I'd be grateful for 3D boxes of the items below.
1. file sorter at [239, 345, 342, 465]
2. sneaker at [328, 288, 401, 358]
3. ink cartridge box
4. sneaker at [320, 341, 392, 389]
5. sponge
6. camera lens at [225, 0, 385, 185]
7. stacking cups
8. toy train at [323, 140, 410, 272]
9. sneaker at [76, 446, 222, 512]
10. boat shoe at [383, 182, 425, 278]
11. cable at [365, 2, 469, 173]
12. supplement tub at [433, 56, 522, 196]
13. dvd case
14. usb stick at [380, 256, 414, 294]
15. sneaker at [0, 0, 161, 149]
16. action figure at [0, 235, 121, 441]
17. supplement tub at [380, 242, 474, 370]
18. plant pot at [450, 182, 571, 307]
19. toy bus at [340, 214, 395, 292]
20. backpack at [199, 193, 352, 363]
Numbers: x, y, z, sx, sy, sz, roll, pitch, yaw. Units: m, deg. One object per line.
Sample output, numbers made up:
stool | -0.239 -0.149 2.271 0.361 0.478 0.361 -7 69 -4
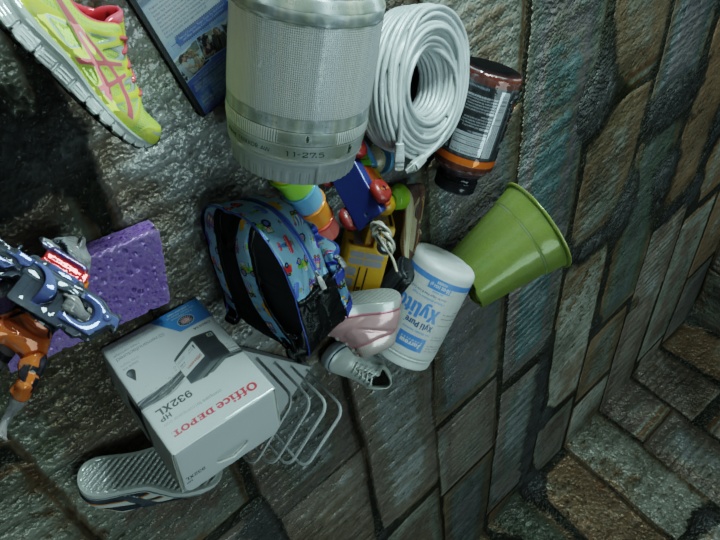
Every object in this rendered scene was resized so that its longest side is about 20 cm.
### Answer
file sorter | -0.145 0.226 1.035 0.140 0.124 0.199 -56 145 5
sneaker | -0.034 0.088 1.003 0.195 0.076 0.107 -2 116 -2
ink cartridge box | -0.215 0.149 0.819 0.144 0.199 0.085 -29 140 -28
sneaker | 0.003 0.180 1.210 0.074 0.071 0.199 -56 145 7
sponge | -0.319 0.028 0.741 0.198 0.030 0.113 -27 138 -32
camera lens | -0.062 -0.215 0.680 0.158 0.159 0.203 -21 136 -36
stacking cups | -0.074 -0.103 0.881 0.061 0.060 0.200 -46 145 -7
toy train | 0.031 -0.093 0.907 0.084 0.203 0.115 -36 168 37
sneaker | -0.302 0.299 0.934 0.196 0.080 0.080 3 145 -20
boat shoe | 0.076 -0.055 1.093 0.071 0.072 0.204 -22 130 -34
cable | 0.077 -0.256 0.881 0.199 0.068 0.203 -38 131 -36
supplement tub | 0.178 -0.225 1.028 0.106 0.107 0.203 -15 131 -41
dvd case | -0.160 -0.277 0.668 0.142 0.017 0.201 -43 145 -12
usb stick | 0.032 0.051 1.094 0.032 0.056 0.201 17 137 -20
sneaker | -0.240 -0.195 0.597 0.091 0.078 0.201 -48 145 -9
action figure | -0.351 0.033 0.638 0.195 0.199 0.104 -53 -167 -23
supplement tub | 0.112 0.065 1.184 0.131 0.131 0.203 3 117 -49
plant pot | 0.274 -0.032 1.260 0.189 0.201 0.201 -37 144 -1
toy bus | 0.000 0.000 1.036 0.077 0.066 0.203 9 120 -9
backpack | -0.111 -0.013 0.829 0.134 0.181 0.203 -40 133 -30
